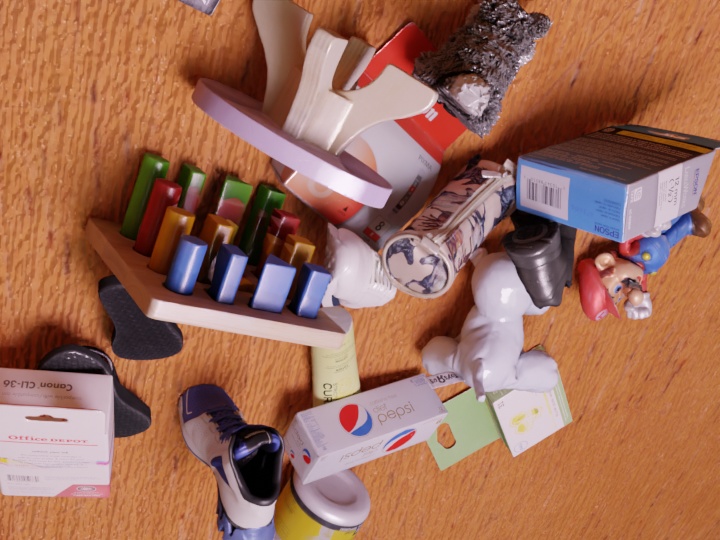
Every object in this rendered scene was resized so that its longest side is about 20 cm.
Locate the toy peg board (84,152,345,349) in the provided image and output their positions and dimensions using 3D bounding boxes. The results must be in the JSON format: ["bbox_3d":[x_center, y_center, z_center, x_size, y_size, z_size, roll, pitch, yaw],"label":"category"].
[{"bbox_3d":[-0.126,-0.025,0.956,0.198,0.199,0.099,12,105,-35],"label":"toy peg board"}]

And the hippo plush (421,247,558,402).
[{"bbox_3d":[0.149,0.056,1.229,0.198,0.158,0.164,4,96,-48],"label":"hippo plush"}]

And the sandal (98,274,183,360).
[{"bbox_3d":[-0.219,0.040,1.028,0.074,0.046,0.201,-4,153,-7],"label":"sandal"}]

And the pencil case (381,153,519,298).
[{"bbox_3d":[0.097,-0.047,1.064,0.200,0.077,0.090,-44,164,-47],"label":"pencil case"}]

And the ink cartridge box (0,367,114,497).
[{"bbox_3d":[-0.307,0.158,1.031,0.114,0.068,0.201,4,145,-11],"label":"ink cartridge box"}]

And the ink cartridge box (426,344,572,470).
[{"bbox_3d":[0.188,0.205,1.415,0.198,0.048,0.146,-31,136,-5],"label":"ink cartridge box"}]

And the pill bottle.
[{"bbox_3d":[-0.076,0.352,1.346,0.111,0.112,0.202,11,121,-35],"label":"pill bottle"}]

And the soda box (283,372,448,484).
[{"bbox_3d":[0.007,0.191,1.258,0.198,0.064,0.068,-12,147,-34],"label":"soda box"}]

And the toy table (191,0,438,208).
[{"bbox_3d":[-0.039,-0.155,0.909,0.198,0.184,0.118,29,103,-6],"label":"toy table"}]

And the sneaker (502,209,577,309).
[{"bbox_3d":[0.204,-0.022,1.133,0.075,0.200,0.092,-10,108,26],"label":"sneaker"}]

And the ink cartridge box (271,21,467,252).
[{"bbox_3d":[0.031,-0.126,1.048,0.200,0.050,0.162,-42,135,13],"label":"ink cartridge box"}]

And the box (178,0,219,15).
[{"bbox_3d":[-0.139,-0.321,0.795,0.159,0.044,0.201,18,117,-37],"label":"box"}]

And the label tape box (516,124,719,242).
[{"bbox_3d":[0.283,-0.101,1.100,0.198,0.142,0.067,-19,118,-37],"label":"label tape box"}]

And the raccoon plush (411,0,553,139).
[{"bbox_3d":[0.132,-0.198,0.952,0.096,0.200,0.134,39,96,-21],"label":"raccoon plush"}]

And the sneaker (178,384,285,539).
[{"bbox_3d":[-0.129,0.191,1.120,0.079,0.201,0.116,-4,137,-31],"label":"sneaker"}]

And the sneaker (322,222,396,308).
[{"bbox_3d":[0.000,0.000,1.055,0.079,0.200,0.078,9,84,2],"label":"sneaker"}]

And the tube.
[{"bbox_3d":[-0.029,0.125,1.228,0.057,0.052,0.202,10,139,10],"label":"tube"}]

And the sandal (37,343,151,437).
[{"bbox_3d":[-0.283,0.121,1.088,0.074,0.049,0.201,-15,148,3],"label":"sandal"}]

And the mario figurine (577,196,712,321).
[{"bbox_3d":[0.361,-0.006,1.285,0.200,0.106,0.124,-42,100,-1],"label":"mario figurine"}]
